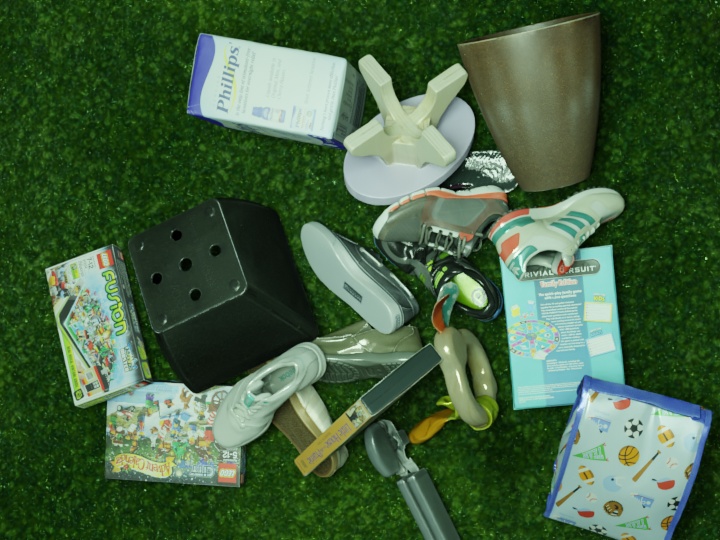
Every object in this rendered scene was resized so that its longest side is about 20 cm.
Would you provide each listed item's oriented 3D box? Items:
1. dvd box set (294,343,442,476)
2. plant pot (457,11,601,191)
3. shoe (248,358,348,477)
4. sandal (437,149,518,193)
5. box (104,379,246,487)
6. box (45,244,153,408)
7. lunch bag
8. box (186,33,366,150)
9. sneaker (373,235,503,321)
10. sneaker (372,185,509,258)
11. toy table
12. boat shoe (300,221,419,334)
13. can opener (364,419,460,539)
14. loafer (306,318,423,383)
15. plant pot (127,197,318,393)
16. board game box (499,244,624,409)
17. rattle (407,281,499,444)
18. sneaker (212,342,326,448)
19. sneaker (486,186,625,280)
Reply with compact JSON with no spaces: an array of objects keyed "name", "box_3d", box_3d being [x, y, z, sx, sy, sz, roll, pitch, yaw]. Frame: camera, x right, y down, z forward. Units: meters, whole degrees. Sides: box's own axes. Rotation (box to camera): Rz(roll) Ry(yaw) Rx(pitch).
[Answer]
[{"name":"dvd box set","box_3d":[0.008,0.179,1.456,0.030,0.146,0.200,50,140,7]},{"name":"plant pot","box_3d":[0.233,-0.212,1.474,0.183,0.187,0.204,-10,102,8]},{"name":"shoe","box_3d":[-0.086,0.191,1.570,0.201,0.053,0.070,55,131,11]},{"name":"sandal","box_3d":[0.118,-0.133,1.540,0.196,0.048,0.077,-6,89,8]},{"name":"box","box_3d":[-0.256,0.225,1.596,0.196,0.038,0.140,2,89,8]},{"name":"box","box_3d":[-0.365,0.077,1.594,0.108,0.035,0.203,-20,74,8]},{"name":"lunch bag","box_3d":[0.336,0.230,1.440,0.167,0.124,0.203,14,126,8]},{"name":"box","box_3d":[-0.105,-0.231,1.506,0.196,0.184,0.107,12,93,9]},{"name":"sneaker","box_3d":[0.107,-0.004,1.523,0.198,0.083,0.071,36,94,8]},{"name":"sneaker","box_3d":[0.115,-0.057,1.488,0.196,0.077,0.083,-11,63,-17]},{"name":"toy table","box_3d":[0.062,-0.184,1.476,0.183,0.118,0.200,39,73,18]},{"name":"boat shoe","box_3d":[0.000,0.000,1.548,0.200,0.067,0.072,42,139,26]},{"name":"can opener","box_3d":[0.065,0.293,1.537,0.066,0.053,0.202,-30,89,-33]},{"name":"loafer","box_3d":[-0.004,0.108,1.553,0.196,0.076,0.071,1,59,9]},{"name":"plant pot","box_3d":[-0.195,0.019,1.495,0.197,0.177,0.203,-24,70,8]},{"name":"board game box","box_3d":[0.268,0.075,1.517,0.148,0.047,0.204,-5,88,8]},{"name":"rattle","box_3d":[0.093,0.121,1.494,0.141,0.131,0.201,-7,131,39]},{"name":"sneaker","box_3d":[-0.137,0.167,1.503,0.200,0.088,0.076,-43,81,20]},{"name":"sneaker","box_3d":[0.264,-0.041,1.473,0.196,0.071,0.095,-14,64,-20]}]
